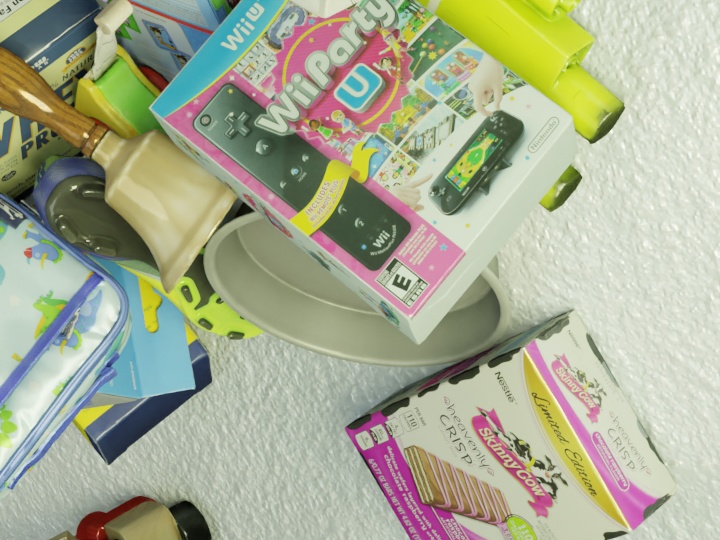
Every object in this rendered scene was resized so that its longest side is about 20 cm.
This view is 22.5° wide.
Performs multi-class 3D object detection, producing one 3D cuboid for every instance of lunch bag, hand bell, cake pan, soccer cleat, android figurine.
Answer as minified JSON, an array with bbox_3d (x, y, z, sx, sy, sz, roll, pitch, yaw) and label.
[{"bbox_3d":[-0.257,0.056,1.212,0.161,0.200,0.082,38,170,3],"label":"lunch bag"},{"bbox_3d":[-0.170,-0.084,1.116,0.200,0.104,0.104,35,138,-5],"label":"hand bell"},{"bbox_3d":[0.000,0.000,1.156,0.199,0.037,0.201,9,151,5],"label":"cake pan"},{"bbox_3d":[-0.134,-0.020,1.224,0.065,0.200,0.084,-52,34,8],"label":"soccer cleat"},{"bbox_3d":[0.064,-0.130,1.087,0.200,0.041,0.182,42,137,17],"label":"android figurine"}]

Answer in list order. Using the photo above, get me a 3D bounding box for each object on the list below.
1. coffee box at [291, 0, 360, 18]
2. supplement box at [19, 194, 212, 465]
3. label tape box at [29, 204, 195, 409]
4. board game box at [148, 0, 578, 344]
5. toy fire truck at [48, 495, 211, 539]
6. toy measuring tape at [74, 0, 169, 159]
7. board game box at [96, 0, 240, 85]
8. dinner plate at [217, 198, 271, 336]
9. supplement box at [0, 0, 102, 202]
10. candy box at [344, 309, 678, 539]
[{"bbox_3d":[0.022,-0.227,0.947,0.080,0.200,0.115,31,133,25],"label":"coffee box"},{"bbox_3d":[-0.216,0.032,1.382,0.200,0.109,0.110,50,168,9],"label":"supplement box"},{"bbox_3d":[-0.229,0.028,1.292,0.063,0.199,0.145,99,160,-76],"label":"label tape box"},{"bbox_3d":[0.002,-0.080,1.038,0.200,0.148,0.064,38,175,17],"label":"board game box"},{"bbox_3d":[-0.211,0.286,1.566,0.200,0.128,0.177,5,118,56],"label":"toy fire truck"},{"bbox_3d":[-0.146,-0.111,1.171,0.074,0.073,0.200,52,161,6],"label":"toy measuring tape"},{"bbox_3d":[-0.107,-0.142,1.186,0.151,0.037,0.200,25,153,37],"label":"board game box"},{"bbox_3d":[-0.072,-0.014,1.254,0.199,0.024,0.200,18,151,10],"label":"dinner plate"},{"bbox_3d":[-0.272,-0.177,1.248,0.200,0.134,0.200,51,172,13],"label":"supplement box"},{"bbox_3d":[0.095,0.124,1.198,0.200,0.061,0.137,-30,91,49],"label":"candy box"}]
